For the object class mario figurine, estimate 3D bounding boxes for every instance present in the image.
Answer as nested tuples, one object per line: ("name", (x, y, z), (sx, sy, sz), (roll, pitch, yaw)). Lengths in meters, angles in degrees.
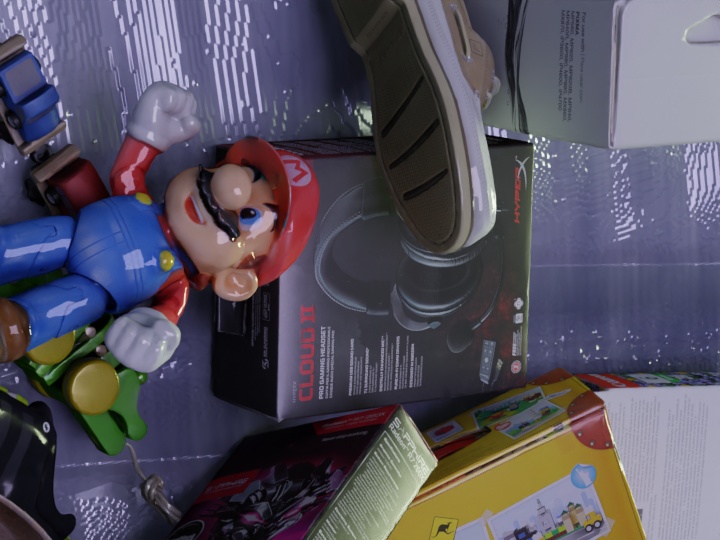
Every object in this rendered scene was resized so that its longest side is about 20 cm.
("mario figurine", (-0.109, -0.024, 1.150), (0.199, 0.106, 0.125), (-19, 110, -25))

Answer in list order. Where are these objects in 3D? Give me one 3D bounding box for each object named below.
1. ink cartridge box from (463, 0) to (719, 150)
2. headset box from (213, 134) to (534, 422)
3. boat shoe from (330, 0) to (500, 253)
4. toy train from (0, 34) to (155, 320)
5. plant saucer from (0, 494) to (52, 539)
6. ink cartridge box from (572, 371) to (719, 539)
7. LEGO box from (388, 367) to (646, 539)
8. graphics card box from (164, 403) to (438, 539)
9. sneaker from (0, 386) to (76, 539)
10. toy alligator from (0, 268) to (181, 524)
("ink cartridge box", (0.139, -0.125, 1.294), (0.143, 0.199, 0.085), (-6, 102, -32))
("headset box", (0.000, 0.000, 1.300), (0.199, 0.077, 0.150), (-5, 101, -35))
("boat shoe", (0.043, -0.105, 1.247), (0.068, 0.075, 0.202), (-2, 67, -35))
("toy train", (-0.155, -0.039, 1.206), (0.034, 0.046, 0.201), (-36, 117, -23))
("plant saucer", (-0.242, 0.177, 1.153), (0.198, 0.037, 0.202), (-3, 116, -6))
("ink cartridge box", (0.171, 0.123, 1.450), (0.198, 0.050, 0.110), (0, 99, -26))
("LEGO box", (0.067, 0.172, 1.344), (0.199, 0.077, 0.150), (-24, 110, -11))
("graphics card box", (-0.055, 0.157, 1.219), (0.051, 0.125, 0.200), (58, 43, -20))
("sneaker", (-0.207, 0.082, 1.189), (0.083, 0.071, 0.201), (-38, 124, -36))
("toy alligator", (-0.144, 0.055, 1.221), (0.054, 0.059, 0.200), (-48, 120, -16))
